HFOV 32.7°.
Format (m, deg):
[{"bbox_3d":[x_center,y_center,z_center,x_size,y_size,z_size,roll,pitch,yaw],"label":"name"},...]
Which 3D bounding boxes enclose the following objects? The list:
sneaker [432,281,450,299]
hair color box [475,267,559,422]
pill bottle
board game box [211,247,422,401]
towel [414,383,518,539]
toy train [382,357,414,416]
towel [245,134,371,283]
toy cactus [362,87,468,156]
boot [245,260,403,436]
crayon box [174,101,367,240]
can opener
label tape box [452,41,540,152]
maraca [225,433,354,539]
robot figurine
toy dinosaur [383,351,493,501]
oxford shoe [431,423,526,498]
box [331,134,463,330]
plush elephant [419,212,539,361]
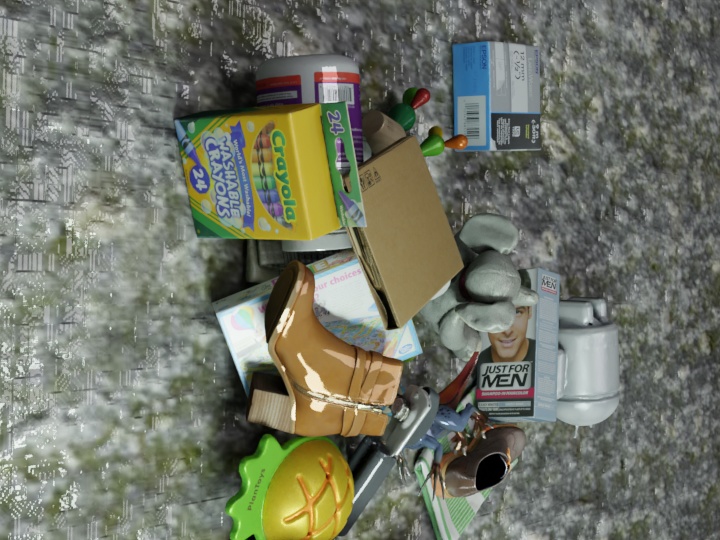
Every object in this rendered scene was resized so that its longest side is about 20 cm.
[{"bbox_3d":[0.000,0.000,1.400,0.198,0.075,0.089,-7,60,-23],"label":"sneaker"},{"bbox_3d":[0.215,0.103,1.672,0.060,0.098,0.203,16,73,-47],"label":"hair color box"},{"bbox_3d":[-0.052,-0.124,1.303,0.112,0.112,0.203,-7,96,-50],"label":"pill bottle"},{"bbox_3d":[-0.045,0.062,1.325,0.198,0.034,0.136,-21,113,-7],"label":"board game box"},{"bbox_3d":[0.146,0.260,1.671,0.200,0.023,0.154,-41,121,-42],"label":"towel"},{"bbox_3d":[0.038,0.073,1.481,0.116,0.084,0.202,39,67,-56],"label":"toy train"},{"bbox_3d":[-0.052,-0.075,1.402,0.192,0.034,0.203,5,88,-51],"label":"towel"},{"bbox_3d":[0.053,-0.138,1.468,0.165,0.101,0.202,38,63,-59],"label":"toy cactus"},{"bbox_3d":[-0.027,0.089,1.271,0.153,0.077,0.202,9,112,-11],"label":"boot"},{"bbox_3d":[-0.093,-0.098,1.220,0.051,0.198,0.127,-25,110,-47],"label":"crayon box"},{"bbox_3d":[0.025,0.221,1.422,0.066,0.053,0.201,34,94,-35],"label":"can opener"},{"bbox_3d":[0.207,-0.238,1.692,0.199,0.066,0.145,-7,97,-49],"label":"label tape box"},{"bbox_3d":[-0.077,0.241,1.323,0.199,0.106,0.139,24,80,-56],"label":"maraca"},{"bbox_3d":[0.327,0.142,1.818,0.168,0.112,0.203,-10,99,-45],"label":"robot figurine"},{"bbox_3d":[0.065,0.199,1.526,0.180,0.105,0.202,11,62,-33],"label":"toy dinosaur"},{"bbox_3d":[0.178,0.258,1.636,0.199,0.072,0.072,-24,107,-49],"label":"oxford shoe"},{"bbox_3d":[0.044,-0.045,1.305,0.200,0.021,0.165,-39,110,-60],"label":"box"},{"bbox_3d":[0.153,0.019,1.563,0.199,0.154,0.167,26,72,-49],"label":"plush elephant"}]
